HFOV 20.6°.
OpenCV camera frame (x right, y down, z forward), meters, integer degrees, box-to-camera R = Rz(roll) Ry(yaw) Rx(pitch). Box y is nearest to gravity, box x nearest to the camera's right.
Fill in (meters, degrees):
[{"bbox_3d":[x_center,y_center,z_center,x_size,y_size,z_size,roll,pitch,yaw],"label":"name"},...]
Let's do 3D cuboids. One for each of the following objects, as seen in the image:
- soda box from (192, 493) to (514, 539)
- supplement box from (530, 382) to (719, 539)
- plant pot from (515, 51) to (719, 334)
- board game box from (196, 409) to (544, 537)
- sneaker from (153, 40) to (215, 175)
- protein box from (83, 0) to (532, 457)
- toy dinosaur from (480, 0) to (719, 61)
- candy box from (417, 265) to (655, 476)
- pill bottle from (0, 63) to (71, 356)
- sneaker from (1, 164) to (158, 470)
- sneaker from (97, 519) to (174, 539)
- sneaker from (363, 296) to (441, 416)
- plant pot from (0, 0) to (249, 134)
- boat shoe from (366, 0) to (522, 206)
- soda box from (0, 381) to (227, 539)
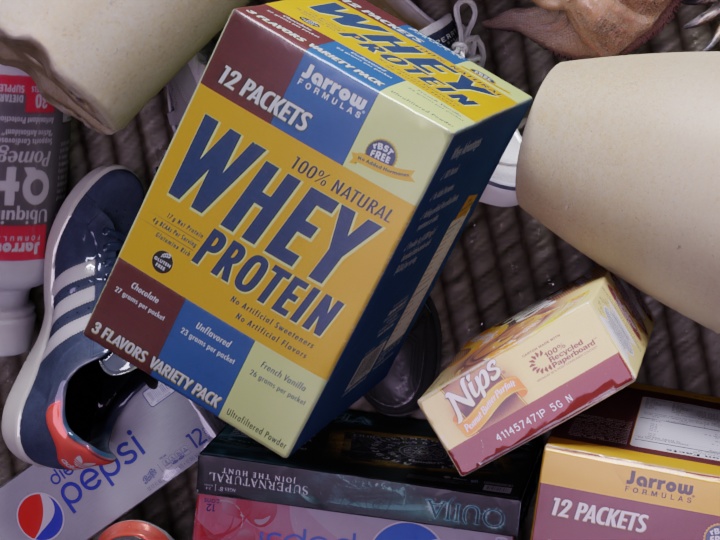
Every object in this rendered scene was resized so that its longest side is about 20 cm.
[{"bbox_3d":[-0.006,0.186,1.243,0.199,0.063,0.070,5,69,0],"label":"soda box"},{"bbox_3d":[0.171,0.187,1.195,0.132,0.200,0.198,10,100,10],"label":"supplement box"},{"bbox_3d":[0.201,-0.054,1.178,0.200,0.187,0.188,17,101,20],"label":"plant pot"},{"bbox_3d":[0.011,0.121,1.251,0.199,0.135,0.028,7,103,11],"label":"board game box"},{"bbox_3d":[-0.105,-0.060,1.277,0.082,0.075,0.200,-13,96,11],"label":"sneaker"},{"bbox_3d":[-0.023,-0.034,1.118,0.135,0.199,0.200,30,108,10],"label":"protein box"},{"bbox_3d":[0.169,-0.172,1.207,0.200,0.086,0.136,-35,110,24],"label":"toy dinosaur"},{"bbox_3d":[0.110,0.053,1.187,0.115,0.200,0.055,-30,90,14],"label":"candy box"},{"bbox_3d":[-0.247,-0.050,1.290,0.110,0.111,0.201,7,100,10],"label":"pill bottle"},{"bbox_3d":[-0.159,0.032,1.264,0.084,0.075,0.201,8,82,38],"label":"sneaker"},{"bbox_3d":[-0.149,0.265,1.314,0.077,0.082,0.200,-4,118,11],"label":"sneaker"},{"bbox_3d":[0.000,0.000,1.265,0.075,0.079,0.200,-12,97,13],"label":"sneaker"},{"bbox_3d":[-0.143,-0.189,1.175,0.200,0.200,0.184,35,82,4],"label":"plant pot"},{"bbox_3d":[0.045,-0.131,1.230,0.202,0.075,0.086,45,133,8],"label":"boat shoe"},{"bbox_3d":[-0.177,0.137,1.325,0.200,0.068,0.064,-36,90,14],"label":"soda box"}]
